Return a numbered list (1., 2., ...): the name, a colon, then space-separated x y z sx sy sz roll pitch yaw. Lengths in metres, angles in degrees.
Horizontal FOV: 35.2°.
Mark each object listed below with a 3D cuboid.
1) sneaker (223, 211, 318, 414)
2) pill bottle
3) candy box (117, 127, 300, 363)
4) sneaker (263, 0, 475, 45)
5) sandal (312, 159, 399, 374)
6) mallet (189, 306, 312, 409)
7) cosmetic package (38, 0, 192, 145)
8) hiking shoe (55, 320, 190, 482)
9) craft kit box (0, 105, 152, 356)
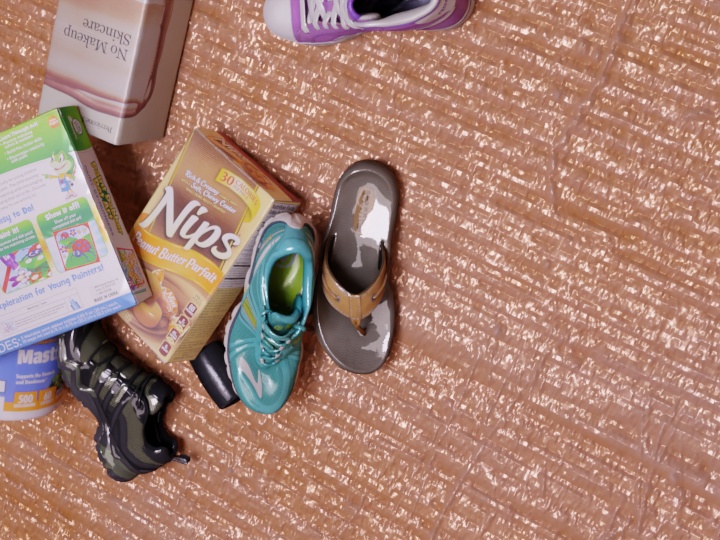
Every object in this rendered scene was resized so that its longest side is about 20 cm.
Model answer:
1. sneaker: -0.081 0.046 1.046 0.077 0.080 0.201 5 112 -12
2. pill bottle: -0.361 0.046 1.194 0.112 0.112 0.201 16 108 20
3. candy box: -0.161 -0.023 1.103 0.115 0.055 0.200 42 108 20
4. sneaker: -0.012 -0.234 0.979 0.199 0.114 0.073 -2 102 26
5. sandal: 0.000 0.000 1.046 0.081 0.055 0.201 9 102 1
6. mallet: -0.092 0.053 1.122 0.066 0.041 0.200 48 110 10
7. cosmetic package: -0.230 -0.233 1.090 0.103 0.087 0.201 20 109 17
8. hiking shoe: -0.244 0.119 1.188 0.100 0.076 0.201 -16 103 17
9. craft kit box: -0.327 -0.031 1.090 0.199 0.049 0.198 -19 99 16
